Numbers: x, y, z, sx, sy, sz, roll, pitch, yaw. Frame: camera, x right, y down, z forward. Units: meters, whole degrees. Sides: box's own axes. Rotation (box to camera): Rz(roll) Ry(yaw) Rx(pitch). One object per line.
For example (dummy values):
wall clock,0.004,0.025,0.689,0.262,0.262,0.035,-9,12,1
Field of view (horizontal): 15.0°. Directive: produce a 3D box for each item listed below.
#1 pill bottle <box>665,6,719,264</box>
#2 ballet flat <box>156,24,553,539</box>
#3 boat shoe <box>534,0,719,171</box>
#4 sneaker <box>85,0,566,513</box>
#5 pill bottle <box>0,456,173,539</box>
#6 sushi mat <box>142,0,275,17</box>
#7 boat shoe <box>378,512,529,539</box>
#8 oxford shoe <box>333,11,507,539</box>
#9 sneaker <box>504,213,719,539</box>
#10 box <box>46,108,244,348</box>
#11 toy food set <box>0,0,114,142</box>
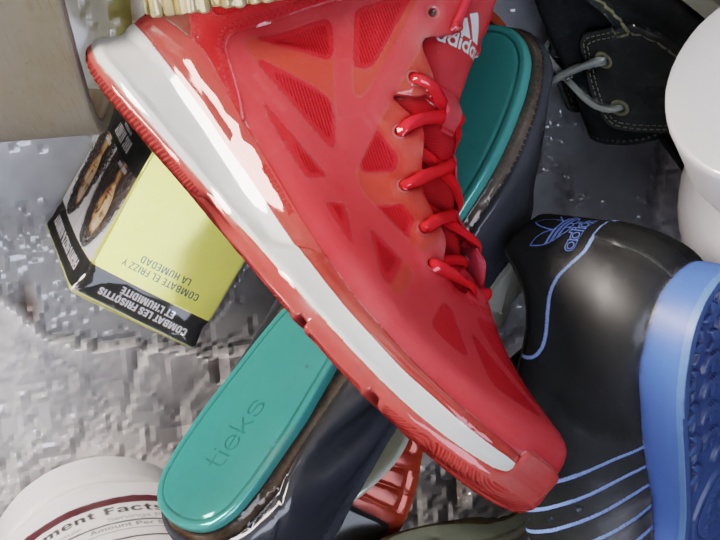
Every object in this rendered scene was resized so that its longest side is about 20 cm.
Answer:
pill bottle,0.170,-0.005,0.905,0.112,0.112,0.200,-35,138,-1
ballet flat,0.008,0.015,0.889,0.073,0.073,0.200,36,82,-24
boat shoe,0.096,-0.075,0.947,0.200,0.072,0.068,37,97,-27
sneaker,0.017,-0.032,0.818,0.116,0.078,0.200,-42,75,-1
pill bottle,-0.070,0.140,0.910,0.113,0.200,0.113,-5,111,-13
sushi mat,-0.032,-0.175,0.780,0.095,0.012,0.200,-12,109,-9
boat shoe,0.071,0.120,0.975,0.200,0.066,0.074,-14,139,-41
oxford shoe,0.000,0.000,0.952,0.071,0.073,0.200,18,94,-18
sneaker,0.081,0.071,0.893,0.070,0.078,0.200,-32,135,-44
box,-0.032,-0.078,0.910,0.050,0.075,0.200,28,101,-20
toy food set,-0.161,-0.112,0.827,0.143,0.060,0.200,-3,139,6
